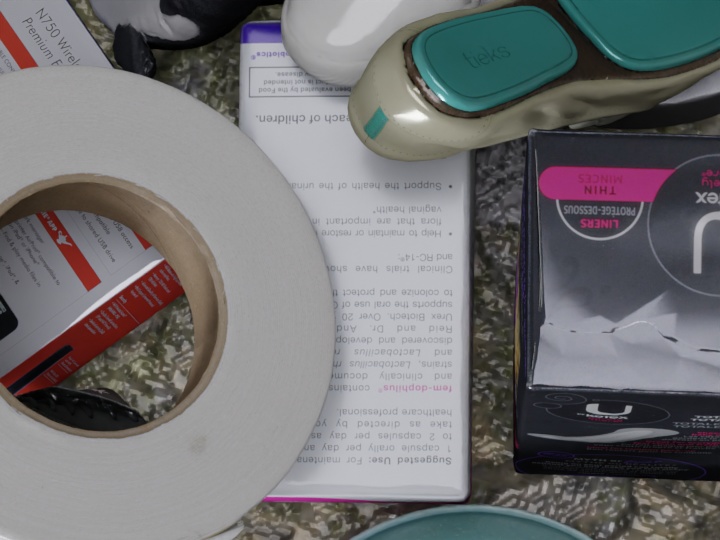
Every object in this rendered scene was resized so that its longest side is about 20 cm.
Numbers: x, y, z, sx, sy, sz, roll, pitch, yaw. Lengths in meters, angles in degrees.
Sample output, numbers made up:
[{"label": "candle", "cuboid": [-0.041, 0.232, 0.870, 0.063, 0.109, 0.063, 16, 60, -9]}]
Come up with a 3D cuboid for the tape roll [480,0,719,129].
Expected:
[{"label": "tape roll", "cuboid": [0.123, -0.166, 1.169, 0.199, 0.066, 0.202, 0, 83, 3]}]

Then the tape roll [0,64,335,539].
[{"label": "tape roll", "cuboid": [-0.107, 0.019, 1.031, 0.202, 0.037, 0.204, 7, 70, -20]}]

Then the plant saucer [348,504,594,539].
[{"label": "plant saucer", "cuboid": [0.050, 0.198, 1.132, 0.199, 0.036, 0.201, 0, 93, 8]}]

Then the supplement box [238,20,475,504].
[{"label": "supplement box", "cuboid": [0.000, 0.000, 1.137, 0.103, 0.101, 0.201, -1, 83, 2]}]

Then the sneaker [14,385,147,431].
[{"label": "sneaker", "cuboid": [-0.135, 0.079, 1.107, 0.066, 0.200, 0.091, -6, 53, 31]}]

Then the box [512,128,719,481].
[{"label": "box", "cuboid": [0.124, 0.019, 1.075, 0.121, 0.200, 0.107, 2, 77, 2]}]

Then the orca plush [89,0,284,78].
[{"label": "orca plush", "cuboid": [-0.053, -0.139, 1.124, 0.071, 0.200, 0.106, 7, 69, -25]}]

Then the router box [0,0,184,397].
[{"label": "router box", "cuboid": [-0.180, -0.038, 1.156, 0.179, 0.049, 0.200, -35, 71, -2]}]

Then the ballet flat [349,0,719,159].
[{"label": "ballet flat", "cuboid": [0.077, -0.084, 1.073, 0.199, 0.069, 0.070, -15, 81, -37]}]

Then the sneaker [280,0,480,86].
[{"label": "sneaker", "cuboid": [0.041, -0.163, 1.079, 0.075, 0.089, 0.200, 41, 75, 21]}]
